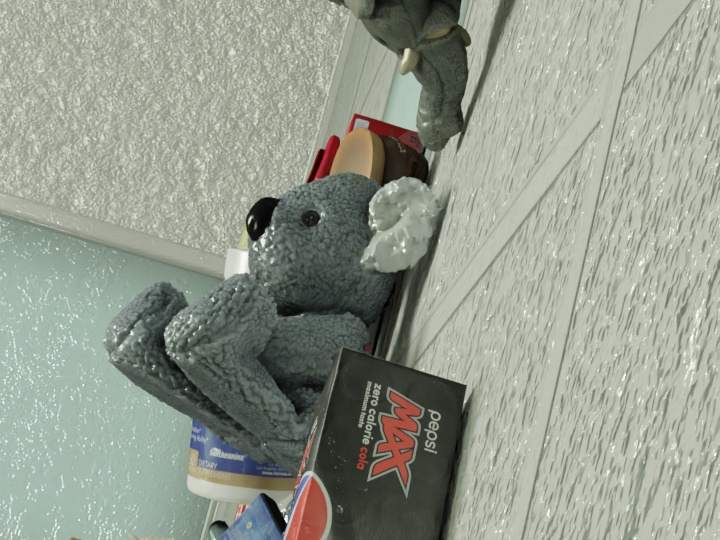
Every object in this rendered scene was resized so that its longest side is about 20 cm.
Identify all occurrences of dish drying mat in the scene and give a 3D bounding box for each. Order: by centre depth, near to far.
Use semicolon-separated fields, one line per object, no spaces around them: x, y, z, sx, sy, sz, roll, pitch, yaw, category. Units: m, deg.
-0.048;-0.025;1.552;0.201;0.018;0.077;-73;-1;-55;dish drying mat

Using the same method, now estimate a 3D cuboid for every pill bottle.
-0.078;0.086;1.655;0.111;0.110;0.202;-164;80;-86;pill bottle

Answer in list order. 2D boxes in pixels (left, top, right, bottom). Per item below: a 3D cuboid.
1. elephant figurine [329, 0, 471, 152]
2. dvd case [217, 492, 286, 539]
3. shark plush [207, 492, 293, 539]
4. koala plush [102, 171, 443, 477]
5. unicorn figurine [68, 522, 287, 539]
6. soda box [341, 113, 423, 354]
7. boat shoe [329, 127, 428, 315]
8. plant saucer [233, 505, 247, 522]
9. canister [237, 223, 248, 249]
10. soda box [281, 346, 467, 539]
0.027;-0.198;1.304;0.200;0.140;0.156;122;159;-60;elephant figurine
-0.110;0.262;1.390;0.200;0.018;0.143;-47;31;6;dvd case
-0.076;0.262;1.515;0.083;0.091;0.201;-17;46;48;shark plush
-0.036;0.020;1.365;0.201;0.183;0.177;-59;22;-18;koala plush
-0.110;0.241;1.489;0.074;0.199;0.138;41;-146;-50;unicorn figurine
-0.005;-0.015;1.594;0.070;0.063;0.202;119;167;-71;soda box
0.000;0.000;1.483;0.070;0.070;0.202;16;86;52;boat shoe
-0.115;0.269;2.175;0.200;0.036;0.201;131;155;-82;plant saucer
-0.076;0.062;1.830;0.201;0.086;0.149;-76;-29;-44;canister
-0.004;0.140;0.946;0.063;0.070;0.201;113;172;-53;soda box
